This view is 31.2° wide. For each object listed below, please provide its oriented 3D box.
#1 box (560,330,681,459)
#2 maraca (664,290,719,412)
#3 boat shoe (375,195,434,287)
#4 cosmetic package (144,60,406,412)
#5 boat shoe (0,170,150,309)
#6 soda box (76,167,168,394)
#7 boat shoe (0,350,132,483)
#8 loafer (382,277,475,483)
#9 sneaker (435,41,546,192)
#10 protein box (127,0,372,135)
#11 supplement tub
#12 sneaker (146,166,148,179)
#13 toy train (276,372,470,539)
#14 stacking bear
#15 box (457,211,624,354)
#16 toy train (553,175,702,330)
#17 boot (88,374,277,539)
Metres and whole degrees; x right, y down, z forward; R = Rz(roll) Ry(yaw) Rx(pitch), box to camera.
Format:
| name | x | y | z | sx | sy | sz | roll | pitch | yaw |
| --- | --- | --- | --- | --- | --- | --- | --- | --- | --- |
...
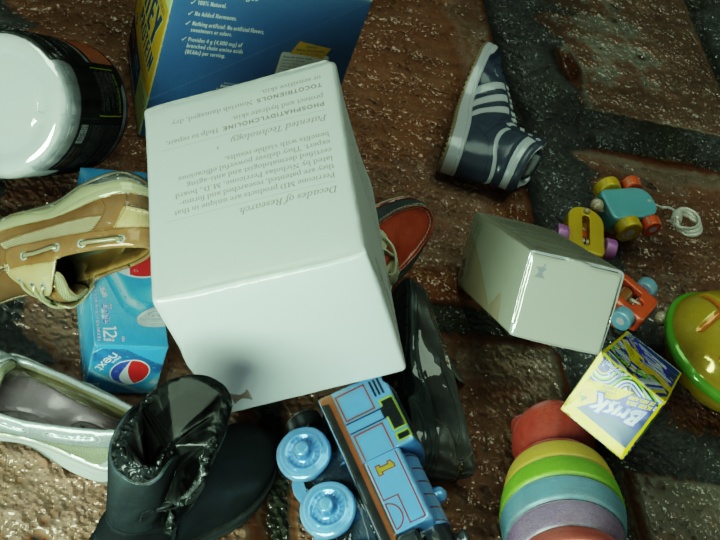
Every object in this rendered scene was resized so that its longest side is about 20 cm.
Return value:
| name | x | y | z | sx | sy | sz | roll | pitch | yaw |
| --- | --- | --- | --- | --- | --- | --- | --- | --- | --- |
| box | 0.237 | 0.107 | 1.158 | 0.070 | 0.065 | 0.200 | 39 | 13 | 12 |
| maraca | 0.387 | 0.093 | 1.275 | 0.198 | 0.107 | 0.138 | 28 | 49 | -5 |
| boat shoe | 0.000 | 0.000 | 1.180 | 0.199 | 0.062 | 0.072 | -38 | 106 | -23 |
| cosmetic package | -0.069 | -0.025 | 1.037 | 0.164 | 0.168 | 0.202 | -13 | 53 | 5 |
| boat shoe | -0.248 | -0.009 | 1.045 | 0.075 | 0.198 | 0.075 | 29 | 41 | -55 |
| soda box | -0.212 | 0.007 | 1.120 | 0.063 | 0.068 | 0.202 | 3 | 49 | -21 |
| boat shoe | -0.262 | 0.100 | 1.014 | 0.200 | 0.065 | 0.075 | 25 | 44 | 0 |
| loafer | 0.058 | 0.100 | 1.157 | 0.071 | 0.073 | 0.202 | 14 | 54 | -23 |
| sneaker | 0.157 | -0.167 | 1.438 | 0.107 | 0.070 | 0.202 | 19 | 51 | 1 |
| protein box | -0.118 | -0.246 | 1.299 | 0.196 | 0.201 | 0.136 | 3 | 48 | -21 |
| supplement tub | -0.280 | -0.146 | 1.142 | 0.121 | 0.124 | 0.200 | 29 | 9 | 5 |
| sneaker | -0.150 | -0.111 | 1.231 | 0.105 | 0.076 | 0.199 | 46 | 26 | 24 |
| toy train | 0.010 | 0.185 | 1.019 | 0.113 | 0.087 | 0.201 | -25 | 58 | -4 |
| stacking bear | 0.169 | 0.192 | 1.086 | 0.120 | 0.115 | 0.201 | -13 | 34 | 11 |
| box | 0.162 | 0.007 | 1.204 | 0.094 | 0.079 | 0.200 | 13 | 10 | -10 |
| toy train | 0.278 | -0.014 | 1.367 | 0.149 | 0.056 | 0.200 | 36 | 48 | 9 |
| boot | -0.118 | 0.139 | 0.968 | 0.076 | 0.169 | 0.199 | 41 | 46 | 17 |
